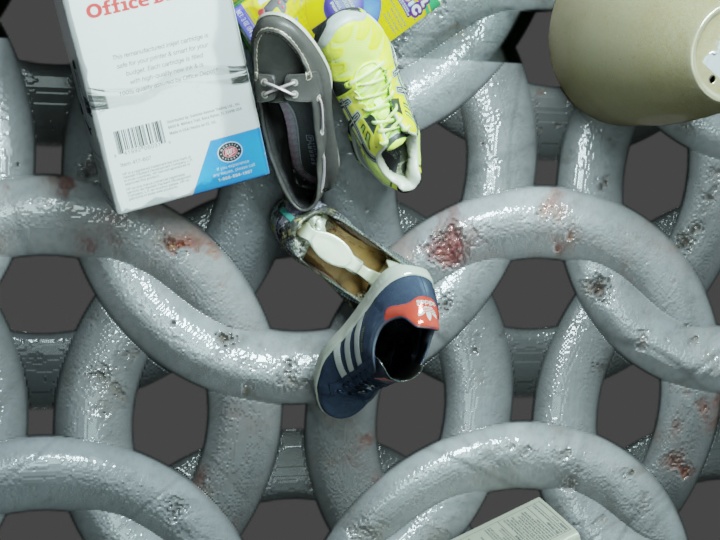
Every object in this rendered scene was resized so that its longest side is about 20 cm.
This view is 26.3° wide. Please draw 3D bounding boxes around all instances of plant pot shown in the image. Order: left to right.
[{"bbox_3d":[0.305,-0.215,1.462,0.187,0.200,0.188,-5,105,-18],"label":"plant pot"}]

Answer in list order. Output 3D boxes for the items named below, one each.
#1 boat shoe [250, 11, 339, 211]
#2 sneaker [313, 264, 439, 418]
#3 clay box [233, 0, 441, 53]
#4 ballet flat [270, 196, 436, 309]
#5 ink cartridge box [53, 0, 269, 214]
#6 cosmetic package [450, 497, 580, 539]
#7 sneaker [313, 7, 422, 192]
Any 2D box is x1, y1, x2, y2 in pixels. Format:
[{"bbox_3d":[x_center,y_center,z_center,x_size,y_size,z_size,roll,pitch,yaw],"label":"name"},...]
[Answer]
[{"bbox_3d":[-0.058,-0.138,1.386,0.067,0.057,0.200,3,137,17],"label":"boat shoe"},{"bbox_3d":[0.016,0.089,1.466,0.075,0.085,0.200,5,133,-26],"label":"sneaker"},{"bbox_3d":[-0.016,-0.254,1.427,0.200,0.048,0.115,-37,114,-5],"label":"clay box"},{"bbox_3d":[0.000,0.000,1.485,0.200,0.072,0.072,34,91,-23],"label":"ballet flat"},{"bbox_3d":[-0.178,-0.169,1.375,0.145,0.084,0.201,-15,107,-14],"label":"ink cartridge box"},{"bbox_3d":[0.128,0.321,1.589,0.199,0.105,0.071,-23,110,-10],"label":"cosmetic package"},{"bbox_3d":[0.018,-0.156,1.413,0.075,0.076,0.200,-33,135,-7],"label":"sneaker"}]
